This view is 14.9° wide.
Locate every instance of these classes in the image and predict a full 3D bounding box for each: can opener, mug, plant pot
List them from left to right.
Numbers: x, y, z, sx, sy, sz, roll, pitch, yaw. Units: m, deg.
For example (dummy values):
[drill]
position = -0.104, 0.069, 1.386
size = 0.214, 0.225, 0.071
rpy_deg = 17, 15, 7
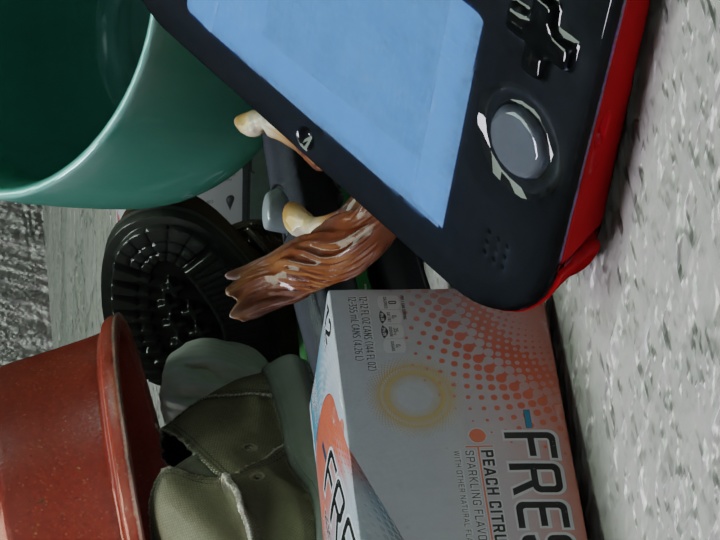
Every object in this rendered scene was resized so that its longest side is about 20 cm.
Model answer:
[plant pot]
position = -0.163, 0.133, 1.021
size = 0.201, 0.195, 0.201
rpy_deg = 168, 90, -89
[mug]
position = -0.081, -0.098, 1.027
size = 0.185, 0.114, 0.153
rpy_deg = 7, 92, 39
[can opener]
position = 0.000, 0.000, 0.943
size = 0.079, 0.063, 0.201
rpy_deg = 91, 173, -63

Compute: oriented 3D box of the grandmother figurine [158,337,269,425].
[grandmother figurine]
position = -0.044, 0.111, 1.132
size = 0.121, 0.060, 0.200
rpy_deg = -116, 11, -51

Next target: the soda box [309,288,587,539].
[soda box]
position = 0.029, 0.100, 0.771
size = 0.064, 0.068, 0.200
rpy_deg = 100, 166, -51

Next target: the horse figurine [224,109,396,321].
[horse figurine]
position = 0.006, -0.081, 0.880
size = 0.132, 0.050, 0.201
rpy_deg = -9, 71, 58

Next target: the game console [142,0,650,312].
[game console]
position = 0.001, -0.101, 0.747
size = 0.200, 0.031, 0.177
rpy_deg = 42, 144, 31

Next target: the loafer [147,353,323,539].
[loafer]
position = -0.033, 0.098, 0.936
size = 0.200, 0.069, 0.075
rpy_deg = -109, 2, -67

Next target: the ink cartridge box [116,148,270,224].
[ink cartridge box]
position = -0.067, -0.071, 1.265
size = 0.146, 0.084, 0.200
rpy_deg = -108, 19, -59

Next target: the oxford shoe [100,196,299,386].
[oxford shoe]
position = -0.061, 0.009, 1.153
size = 0.200, 0.072, 0.085
rpy_deg = 64, -156, -61

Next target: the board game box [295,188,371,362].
[board game box]
position = 0.002, 0.060, 1.049
size = 0.135, 0.029, 0.201
rpy_deg = 108, 158, -66
